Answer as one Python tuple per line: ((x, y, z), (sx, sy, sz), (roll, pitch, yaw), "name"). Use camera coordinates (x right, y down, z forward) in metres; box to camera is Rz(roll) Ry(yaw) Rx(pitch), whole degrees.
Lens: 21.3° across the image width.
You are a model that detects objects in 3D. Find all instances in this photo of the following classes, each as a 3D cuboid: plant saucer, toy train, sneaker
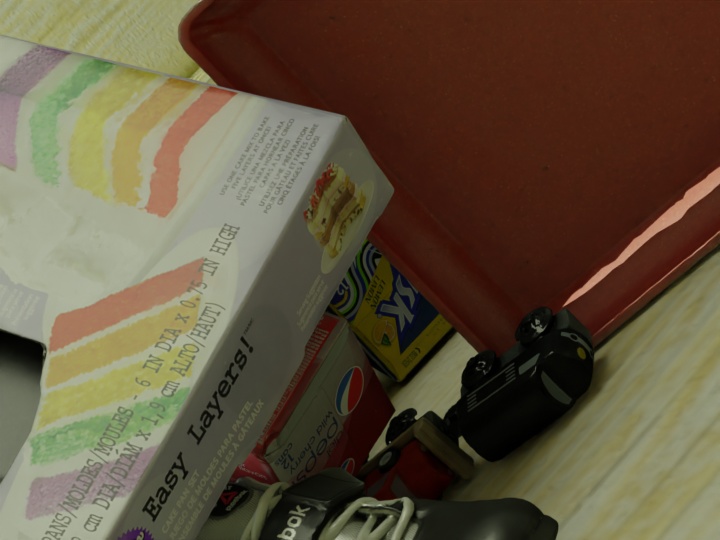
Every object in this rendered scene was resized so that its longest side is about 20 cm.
((0.069, -0.087, 0.711), (0.200, 0.200, 0.037), (-41, 12, 18), "plant saucer")
((0.012, 0.086, 0.740), (0.200, 0.034, 0.046), (-40, 24, 21), "toy train")
((-0.020, 0.105, 0.649), (0.200, 0.089, 0.074), (-30, 17, 46), "sneaker")

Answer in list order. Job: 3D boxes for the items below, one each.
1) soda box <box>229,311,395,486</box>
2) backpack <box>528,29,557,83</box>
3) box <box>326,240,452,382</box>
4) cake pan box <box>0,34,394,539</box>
((-0.089, 0.032, 0.751), (0.199, 0.070, 0.064), (20, 65, 30), "soda box")
((0.071, -0.116, 0.817), (0.150, 0.201, 0.178), (-16, 22, 24), "backpack")
((0.000, 0.000, 0.985), (0.070, 0.064, 0.200), (-45, 11, -5), "box")
((-0.113, 0.018, 0.690), (0.183, 0.052, 0.201), (16, 67, 34), "cake pan box")
